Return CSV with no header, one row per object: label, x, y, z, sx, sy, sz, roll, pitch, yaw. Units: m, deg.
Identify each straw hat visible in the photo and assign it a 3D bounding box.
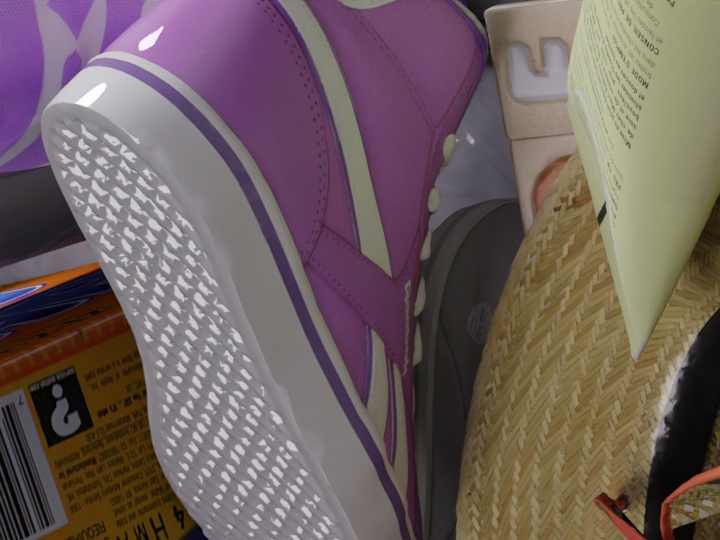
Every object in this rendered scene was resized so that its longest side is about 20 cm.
straw hat,0.102,0.056,0.661,0.201,0.085,0.202,-37,48,55

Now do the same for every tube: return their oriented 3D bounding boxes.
tube,0.074,-0.074,0.605,0.052,0.058,0.200,31,140,13

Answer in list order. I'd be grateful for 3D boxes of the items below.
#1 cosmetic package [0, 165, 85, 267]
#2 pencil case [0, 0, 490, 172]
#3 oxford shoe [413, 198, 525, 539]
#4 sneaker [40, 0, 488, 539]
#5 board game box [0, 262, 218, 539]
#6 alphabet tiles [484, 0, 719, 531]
cosmetic package,-0.127,-0.042,0.795,0.107,0.200,0.090,-33,84,47
pencil case,-0.063,-0.063,0.736,0.084,0.199,0.086,44,126,33
oxford shoe,0.049,0.081,0.778,0.058,0.075,0.201,12,110,42
sneaker,0.001,0.000,0.720,0.072,0.114,0.201,23,146,31
board game box,-0.101,0.118,0.838,0.199,0.200,0.201,-12,99,44
alphabet tiles,0.117,-0.006,0.691,0.166,0.008,0.201,-4,105,25
